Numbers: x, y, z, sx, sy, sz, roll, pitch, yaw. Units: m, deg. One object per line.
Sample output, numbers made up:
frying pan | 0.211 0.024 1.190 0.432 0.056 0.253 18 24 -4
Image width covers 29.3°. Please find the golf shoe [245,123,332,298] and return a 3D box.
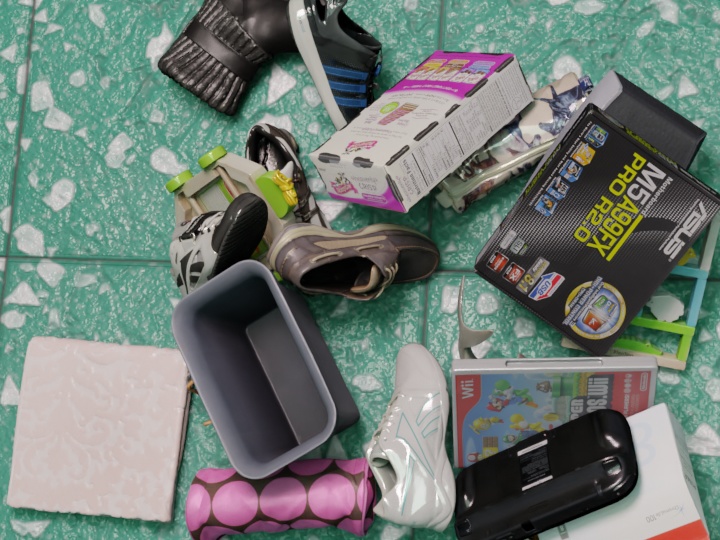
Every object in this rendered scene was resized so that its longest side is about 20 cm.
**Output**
golf shoe | -0.083 -0.067 1.490 0.077 0.094 0.201 -25 77 5

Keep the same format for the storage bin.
storage bin | -0.093 0.109 1.418 0.145 0.134 0.201 -31 74 15

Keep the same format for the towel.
towel | -0.286 0.175 1.520 0.198 0.032 0.193 4 82 13

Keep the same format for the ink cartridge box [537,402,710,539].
ink cartridge box | 0.244 0.242 1.306 0.159 0.047 0.201 -26 41 22

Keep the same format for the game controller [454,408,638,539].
game controller | 0.176 0.205 1.341 0.199 0.042 0.105 -27 32 23

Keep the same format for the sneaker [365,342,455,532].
sneaker | 0.048 0.165 1.406 0.079 0.071 0.202 5 60 -17

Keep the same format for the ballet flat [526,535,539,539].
ballet flat | 0.197 0.300 1.380 0.199 0.064 0.068 31 90 15

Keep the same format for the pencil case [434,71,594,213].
pencil case | 0.163 -0.133 1.453 0.199 0.090 0.078 -27 113 5

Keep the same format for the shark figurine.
shark figurine | 0.156 0.103 1.409 0.213 0.090 0.128 32 129 -19

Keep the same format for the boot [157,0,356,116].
boot | -0.108 -0.238 1.533 0.210 0.079 0.159 29 84 20

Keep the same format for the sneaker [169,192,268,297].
sneaker | -0.159 -0.028 1.426 0.089 0.200 0.074 46 51 12

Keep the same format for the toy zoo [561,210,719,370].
toy zoo | 0.285 -0.007 1.388 0.130 0.020 0.202 10 108 5

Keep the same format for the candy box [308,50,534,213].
candy box | 0.063 -0.147 1.419 0.200 0.061 0.136 -40 29 -22

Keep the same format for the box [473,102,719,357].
box | 0.231 -0.037 1.352 0.160 0.044 0.201 35 109 -2

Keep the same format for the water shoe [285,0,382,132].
water shoe | -0.007 -0.209 1.462 0.078 0.072 0.201 -21 120 14

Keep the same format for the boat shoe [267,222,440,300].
boat shoe | 0.000 0.000 1.426 0.074 0.198 0.075 59 139 41

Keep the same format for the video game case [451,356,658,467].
video game case | 0.191 0.143 1.369 0.198 0.144 0.018 -1 41 4

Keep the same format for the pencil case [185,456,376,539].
pencil case | -0.079 0.244 1.438 0.198 0.094 0.091 -4 34 11

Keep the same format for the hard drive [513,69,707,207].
hard drive | 0.250 -0.086 1.403 0.134 0.042 0.201 32 106 -6

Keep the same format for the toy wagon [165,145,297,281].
toy wagon | -0.121 -0.057 1.459 0.199 0.040 0.156 -28 97 46
